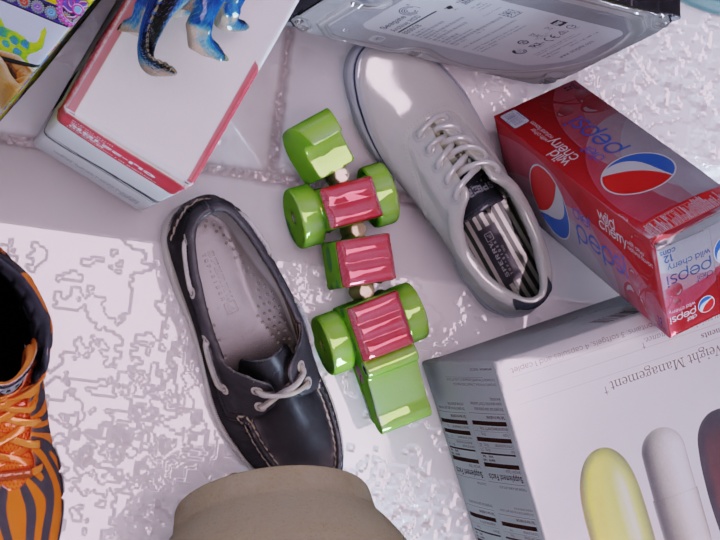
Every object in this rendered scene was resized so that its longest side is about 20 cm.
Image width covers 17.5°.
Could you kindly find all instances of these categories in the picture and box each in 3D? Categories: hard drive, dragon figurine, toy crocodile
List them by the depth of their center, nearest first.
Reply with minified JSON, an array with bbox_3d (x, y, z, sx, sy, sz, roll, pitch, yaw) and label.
[{"bbox_3d":[-0.079,-0.163,1.165,0.058,0.200,0.100,17,113,9],"label":"dragon figurine"},{"bbox_3d":[0.071,-0.160,1.384,0.199,0.139,0.038,11,71,-31],"label":"hard drive"},{"bbox_3d":[0.000,0.000,1.427,0.067,0.062,0.202,-15,94,-15],"label":"toy crocodile"}]

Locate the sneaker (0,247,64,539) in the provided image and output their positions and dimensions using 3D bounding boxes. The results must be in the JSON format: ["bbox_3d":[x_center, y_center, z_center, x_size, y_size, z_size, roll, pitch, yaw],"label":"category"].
[{"bbox_3d":[-0.210,0.084,1.342,0.077,0.112,0.202,-12,92,-15],"label":"sneaker"}]

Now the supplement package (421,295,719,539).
[{"bbox_3d":[0.170,0.123,1.428,0.190,0.147,0.202,-18,93,-15],"label":"supplement package"}]

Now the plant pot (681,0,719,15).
[{"bbox_3d":[0.266,-0.267,1.466,0.198,0.134,0.202,0,89,-16],"label":"plant pot"}]

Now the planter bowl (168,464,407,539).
[{"bbox_3d":[-0.043,0.196,1.361,0.198,0.201,0.136,0,62,-15],"label":"planter bowl"}]

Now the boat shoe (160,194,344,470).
[{"bbox_3d":[-0.060,0.049,1.411,0.073,0.060,0.202,-21,95,-15],"label":"boat shoe"}]

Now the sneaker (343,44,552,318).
[{"bbox_3d":[0.062,-0.062,1.439,0.073,0.071,0.201,-36,96,-13],"label":"sneaker"}]

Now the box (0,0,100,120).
[{"bbox_3d":[-0.189,-0.183,1.267,0.122,0.193,0.200,40,35,-9],"label":"box"}]

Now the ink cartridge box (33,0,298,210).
[{"bbox_3d":[-0.110,-0.120,1.329,0.083,0.200,0.145,31,81,-9],"label":"ink cartridge box"}]

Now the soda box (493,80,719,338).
[{"bbox_3d":[0.156,-0.040,1.397,0.063,0.200,0.070,-23,122,-14],"label":"soda box"}]
